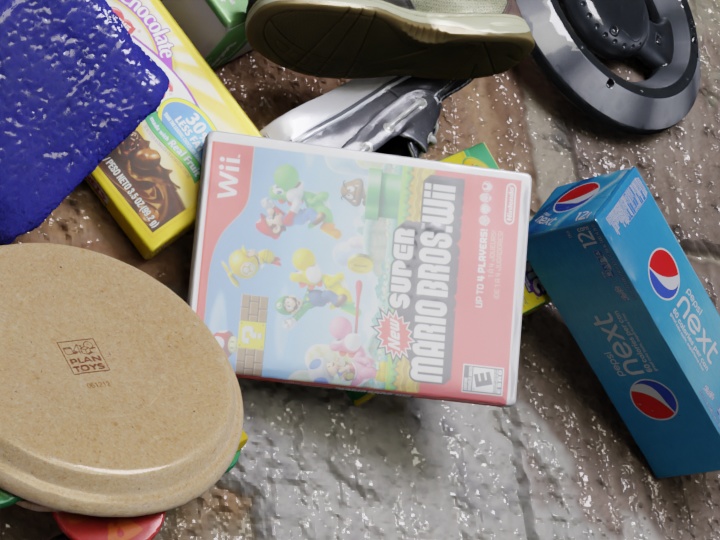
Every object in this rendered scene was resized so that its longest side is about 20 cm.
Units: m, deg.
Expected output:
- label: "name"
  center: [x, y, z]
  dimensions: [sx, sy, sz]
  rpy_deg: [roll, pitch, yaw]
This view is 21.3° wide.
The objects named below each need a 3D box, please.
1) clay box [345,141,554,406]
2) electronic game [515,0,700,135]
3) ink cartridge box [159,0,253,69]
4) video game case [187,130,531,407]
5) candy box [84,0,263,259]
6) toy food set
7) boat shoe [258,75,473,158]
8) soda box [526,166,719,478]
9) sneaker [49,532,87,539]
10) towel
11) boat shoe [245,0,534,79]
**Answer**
- label: "clay box"
  center: [0.048, -0.006, 1.222]
  dimensions: [0.200, 0.048, 0.115]
  rpy_deg: [-26, 83, -39]
- label: "electronic game"
  center: [0.178, -0.192, 1.414]
  dimensions: [0.200, 0.042, 0.200]
  rpy_deg: [21, 55, -33]
- label: "ink cartridge box"
  center: [-0.075, -0.227, 1.238]
  dimensions: [0.200, 0.084, 0.145]
  rpy_deg: [-33, 86, -40]
- label: "video game case"
  center: [0.000, 0.000, 1.136]
  dimensions: [0.200, 0.017, 0.143]
  rpy_deg: [7, 80, -11]
- label: "candy box"
  center: [-0.147, -0.115, 1.149]
  dimensions: [0.102, 0.026, 0.200]
  rpy_deg: [-37, 88, -22]
- label: "toy food set"
  center: [-0.156, 0.062, 1.027]
  dimensions: [0.198, 0.049, 0.200]
  rpy_deg: [44, 38, 20]
- label: "boat shoe"
  center: [0.018, -0.093, 1.234]
  dimensions: [0.200, 0.072, 0.068]
  rpy_deg: [-31, 80, -38]
- label: "soda box"
  center: [0.185, 0.036, 1.239]
  dimensions: [0.064, 0.068, 0.200]
  rpy_deg: [-48, 114, -41]
- label: "sneaker"
  center: [-0.114, 0.227, 0.983]
  dimensions: [0.078, 0.075, 0.200]
  rpy_deg: [-17, 82, -49]
- label: "towel"
  center: [-0.219, -0.129, 1.071]
  dimensions: [0.148, 0.050, 0.200]
  rpy_deg: [-46, 110, -14]
- label: "boat shoe"
  center: [0.015, -0.161, 1.189]
  dimensions: [0.201, 0.072, 0.066]
  rpy_deg: [2, 60, -30]
